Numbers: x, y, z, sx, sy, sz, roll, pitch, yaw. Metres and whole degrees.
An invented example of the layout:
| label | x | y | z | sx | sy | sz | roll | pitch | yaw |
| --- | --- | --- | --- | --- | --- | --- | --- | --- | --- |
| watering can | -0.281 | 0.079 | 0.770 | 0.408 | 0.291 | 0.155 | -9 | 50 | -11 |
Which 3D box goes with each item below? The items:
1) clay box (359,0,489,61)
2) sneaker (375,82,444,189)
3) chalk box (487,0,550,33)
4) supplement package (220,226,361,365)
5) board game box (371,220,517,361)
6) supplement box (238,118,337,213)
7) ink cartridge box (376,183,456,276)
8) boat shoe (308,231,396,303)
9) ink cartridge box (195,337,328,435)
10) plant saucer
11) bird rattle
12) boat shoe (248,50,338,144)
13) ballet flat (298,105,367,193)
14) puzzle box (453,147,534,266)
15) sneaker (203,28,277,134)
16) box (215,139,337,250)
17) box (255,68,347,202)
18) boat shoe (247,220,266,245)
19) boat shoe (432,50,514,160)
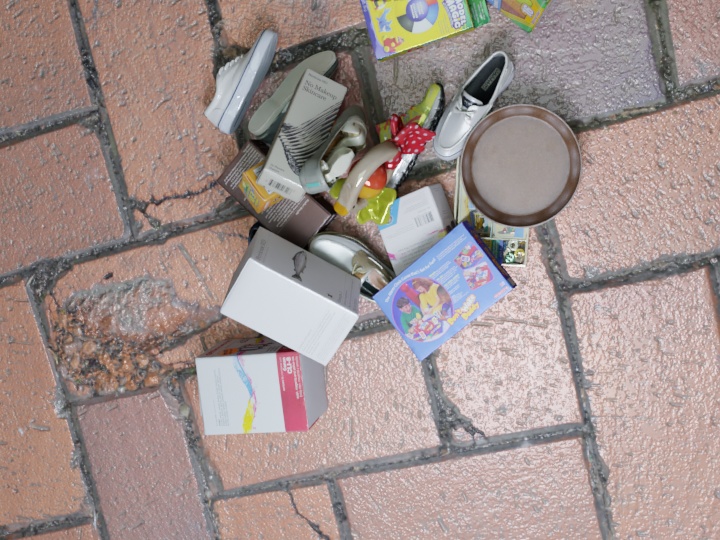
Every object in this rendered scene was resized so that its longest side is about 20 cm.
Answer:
| label | x | y | z | sx | sy | sz | roll | pitch | yaw |
| --- | --- | --- | --- | --- | --- | --- | --- | --- | --- |
| clay box | 0.107 | -0.437 | 1.469 | 0.198 | 0.048 | 0.116 | -16 | 95 | 15 |
| sneaker | 0.071 | -0.236 | 1.494 | 0.090 | 0.078 | 0.201 | 34 | 105 | 8 |
| chalk box | 0.235 | -0.498 | 1.376 | 0.199 | 0.124 | 0.124 | 38 | 82 | 4 |
| supplement package | -0.111 | 0.041 | 1.443 | 0.199 | 0.117 | 0.118 | 28 | 117 | -12 |
| board game box | 0.136 | 0.034 | 1.439 | 0.200 | 0.045 | 0.135 | -40 | 83 | 20 |
| supplement box | -0.106 | -0.177 | 1.492 | 0.199 | 0.067 | 0.069 | -31 | 84 | -22 |
| ink cartridge box | 0.113 | -0.033 | 1.504 | 0.114 | 0.068 | 0.202 | -21 | 89 | 27 |
| boat shoe | 0.000 | 0.000 | 1.520 | 0.198 | 0.069 | 0.075 | 27 | 113 | -12 |
| ink cartridge box | -0.175 | 0.203 | 1.581 | 0.197 | 0.145 | 0.147 | -5 | 98 | 13 |
| plant saucer | 0.264 | -0.172 | 1.455 | 0.198 | 0.034 | 0.203 | 1 | 100 | 8 |
| bird rattle | 0.030 | -0.154 | 1.409 | 0.113 | 0.163 | 0.200 | 46 | 125 | 6 |
| boat shoe | -0.108 | -0.300 | 1.543 | 0.200 | 0.073 | 0.062 | -43 | 131 | 8 |
| ballet flat | -0.025 | -0.192 | 1.395 | 0.063 | 0.201 | 0.068 | -1 | 132 | 40 |
| puzzle box | 0.225 | -0.110 | 1.506 | 0.131 | 0.025 | 0.203 | 4 | 100 | 13 |
| sneaker | -0.214 | -0.339 | 1.542 | 0.070 | 0.073 | 0.201 | 32 | 104 | 2 |
| box | -0.146 | -0.131 | 1.561 | 0.200 | 0.075 | 0.100 | 44 | 104 | 5 |
| box | -0.095 | -0.220 | 1.435 | 0.081 | 0.068 | 0.202 | 23 | 69 | -11 |
| boat shoe | -0.177 | 0.013 | 1.591 | 0.083 | 0.069 | 0.202 | -14 | 96 | 14 |
| boat shoe | 0.185 | -0.274 | 1.456 | 0.072 | 0.066 | 0.200 | 42 | 99 | 14 |
